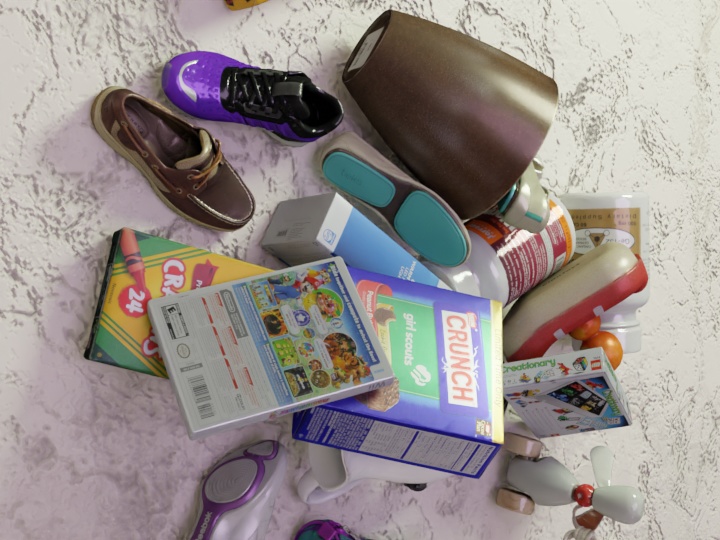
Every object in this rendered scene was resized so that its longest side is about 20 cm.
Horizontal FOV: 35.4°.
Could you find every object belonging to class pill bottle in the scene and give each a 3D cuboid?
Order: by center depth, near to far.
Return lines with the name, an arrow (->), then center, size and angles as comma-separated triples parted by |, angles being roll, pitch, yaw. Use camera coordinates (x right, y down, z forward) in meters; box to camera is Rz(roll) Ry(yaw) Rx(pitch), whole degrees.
pill bottle -> 0.154, -0.012, 1.328 | 0.199, 0.109, 0.111 | -31, 109, -33
pill bottle -> 0.314, 0.001, 1.449 | 0.113, 0.113, 0.204 | -4, 94, -37

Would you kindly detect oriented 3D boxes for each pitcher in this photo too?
pitcher -> 0.033, 0.185, 1.216 | 0.197, 0.172, 0.122 | -10, 59, -29

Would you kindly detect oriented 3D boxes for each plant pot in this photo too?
plant pot -> 0.083, -0.189, 1.243 | 0.198, 0.186, 0.189 | 32, 72, -18

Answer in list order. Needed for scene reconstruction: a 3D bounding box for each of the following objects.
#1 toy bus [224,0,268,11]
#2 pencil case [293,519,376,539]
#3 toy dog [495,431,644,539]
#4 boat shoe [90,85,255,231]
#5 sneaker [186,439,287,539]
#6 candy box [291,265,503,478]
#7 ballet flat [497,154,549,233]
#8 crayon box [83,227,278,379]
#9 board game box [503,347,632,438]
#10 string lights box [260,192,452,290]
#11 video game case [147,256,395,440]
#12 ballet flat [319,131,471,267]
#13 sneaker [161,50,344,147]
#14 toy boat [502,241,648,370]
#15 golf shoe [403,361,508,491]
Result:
toy bus -> -0.059, -0.342, 1.179 | 0.199, 0.065, 0.080 | -31, 110, -33
pencil case -> 0.019, 0.336, 1.252 | 0.198, 0.085, 0.093 | 22, 106, -37
toy dog -> 0.259, 0.270, 1.390 | 0.096, 0.199, 0.133 | 12, 110, -53
boat shoe -> -0.170, -0.106, 1.098 | 0.200, 0.071, 0.073 | 44, 67, -30
sneaker -> -0.131, 0.269, 1.156 | 0.202, 0.074, 0.100 | -60, 141, -19
candy box -> 0.041, 0.098, 1.120 | 0.196, 0.077, 0.171 | 14, 51, -12
ballet flat -> 0.184, -0.106, 1.304 | 0.070, 0.069, 0.201 | 52, 20, -27
crayon box -> -0.155, 0.047, 1.094 | 0.197, 0.051, 0.129 | 15, 82, -20
board game box -> 0.247, 0.151, 1.349 | 0.200, 0.124, 0.035 | 49, 34, -57
string lights box -> 0.000, 0.000, 1.213 | 0.199, 0.102, 0.060 | 38, 65, -33
video game case -> -0.083, 0.067, 1.044 | 0.197, 0.018, 0.145 | -13, 58, -21
ballet flat -> 0.043, -0.082, 1.242 | 0.199, 0.069, 0.070 | 38, 68, -9
sneaker -> -0.099, -0.179, 1.131 | 0.198, 0.099, 0.071 | 11, 83, -38
toy boat -> 0.264, 0.065, 1.343 | 0.198, 0.131, 0.132 | -32, 92, 13
golf shoe -> 0.126, 0.191, 1.335 | 0.201, 0.077, 0.095 | -52, 120, -23
